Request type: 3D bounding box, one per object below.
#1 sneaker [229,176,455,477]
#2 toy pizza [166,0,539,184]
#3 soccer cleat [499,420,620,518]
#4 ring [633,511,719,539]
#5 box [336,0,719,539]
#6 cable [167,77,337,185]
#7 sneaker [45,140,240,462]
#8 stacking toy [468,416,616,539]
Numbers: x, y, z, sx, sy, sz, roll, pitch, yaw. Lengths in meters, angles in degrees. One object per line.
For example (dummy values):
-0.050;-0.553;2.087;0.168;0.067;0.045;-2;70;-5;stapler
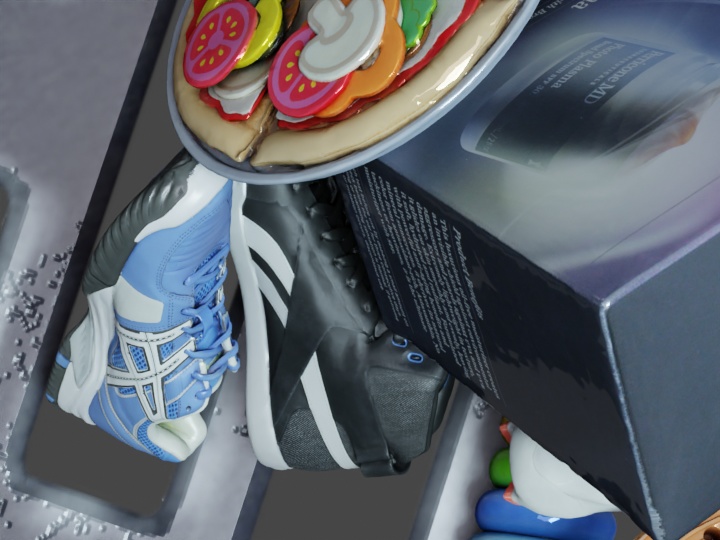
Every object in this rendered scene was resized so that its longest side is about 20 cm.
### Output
0.000;0.000;0.814;0.110;0.073;0.203;2;110;19;sneaker
-0.006;-0.125;0.705;0.198;0.032;0.202;-22;48;26;toy pizza
0.146;0.081;0.785;0.077;0.199;0.070;-9;86;43;soccer cleat
0.183;0.184;0.700;0.198;0.019;0.203;1;70;-1;ring
0.125;-0.031;0.690;0.199;0.198;0.124;-32;127;-17;box
-0.007;-0.056;0.852;0.200;0.050;0.097;41;107;1;cable
-0.085;0.016;0.793;0.077;0.201;0.076;35;52;7;sneaker
0.092;0.095;0.837;0.084;0.085;0.203;8;78;1;stacking toy
